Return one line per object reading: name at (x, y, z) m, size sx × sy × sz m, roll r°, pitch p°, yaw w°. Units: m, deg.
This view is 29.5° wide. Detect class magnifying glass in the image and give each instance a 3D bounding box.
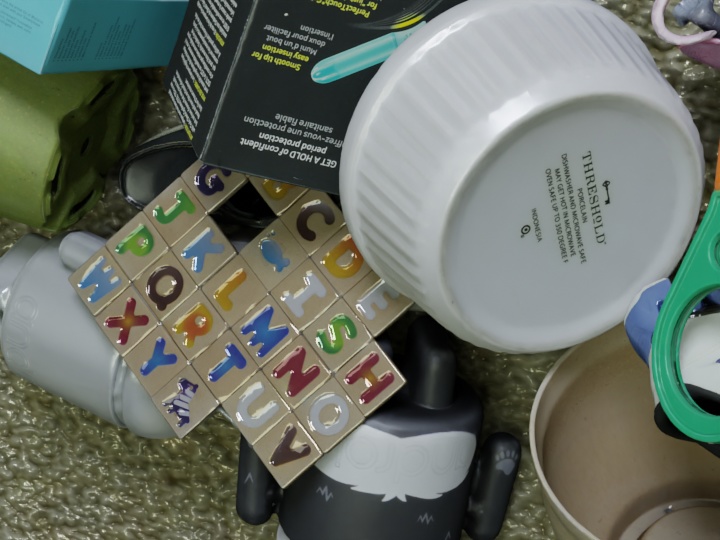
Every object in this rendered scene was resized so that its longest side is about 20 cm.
magnifying glass at (0.181, -0.017, 0.663) m, size 0.079 × 0.022 × 0.202 m, roll 3°, pitch 87°, yaw 57°

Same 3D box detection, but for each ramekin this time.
ramekin at (0.096, -0.045, 0.753) m, size 0.203 × 0.201 × 0.094 m, roll -67°, pitch 30°, yaw 23°

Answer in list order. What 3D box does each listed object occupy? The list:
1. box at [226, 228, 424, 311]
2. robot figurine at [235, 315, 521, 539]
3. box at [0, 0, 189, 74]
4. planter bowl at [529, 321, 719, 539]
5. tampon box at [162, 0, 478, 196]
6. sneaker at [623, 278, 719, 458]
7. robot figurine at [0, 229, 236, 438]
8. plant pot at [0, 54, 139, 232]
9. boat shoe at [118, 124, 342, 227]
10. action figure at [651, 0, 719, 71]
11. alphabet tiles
box at (0.000, 0.000, 0.903) m, size 0.199 × 0.041 × 0.039 m, roll 4°, pitch 105°, yaw 23°
robot figurine at (0.011, 0.129, 0.887) m, size 0.150 × 0.125 × 0.201 m, roll 19°, pitch 111°, yaw 29°
box at (-0.163, -0.163, 0.843) m, size 0.082 × 0.200 × 0.049 m, roll 30°, pitch 109°, yaw 15°
planter bowl at (0.198, 0.134, 0.779) m, size 0.199 × 0.201 × 0.135 m, roll 11°, pitch 135°, yaw 22°
tampon box at (-0.007, -0.158, 0.783) m, size 0.149 × 0.126 × 0.201 m, roll 12°, pitch 114°, yaw -24°
sneaker at (0.237, 0.059, 0.701) m, size 0.198 × 0.116 × 0.081 m, roll -7°, pitch 134°, yaw 17°
robot figurine at (-0.167, 0.045, 0.949) m, size 0.199 × 0.113 × 0.170 m, roll 22°, pitch 144°, yaw 18°
plant pot at (-0.257, -0.118, 0.914) m, size 0.189 × 0.200 × 0.201 m, roll 26°, pitch 113°, yaw 7°
boat shoe at (-0.083, -0.064, 0.911) m, size 0.199 × 0.068 × 0.072 m, roll 2°, pitch 105°, yaw 26°
action figure at (0.265, -0.092, 0.707) m, size 0.134 × 0.149 × 0.201 m, roll -40°, pitch 71°, yaw 21°
alphabet tiles at (-0.068, 0.025, 0.843) m, size 0.167 × 0.008 × 0.200 m, roll -41°, pitch 71°, yaw 5°
